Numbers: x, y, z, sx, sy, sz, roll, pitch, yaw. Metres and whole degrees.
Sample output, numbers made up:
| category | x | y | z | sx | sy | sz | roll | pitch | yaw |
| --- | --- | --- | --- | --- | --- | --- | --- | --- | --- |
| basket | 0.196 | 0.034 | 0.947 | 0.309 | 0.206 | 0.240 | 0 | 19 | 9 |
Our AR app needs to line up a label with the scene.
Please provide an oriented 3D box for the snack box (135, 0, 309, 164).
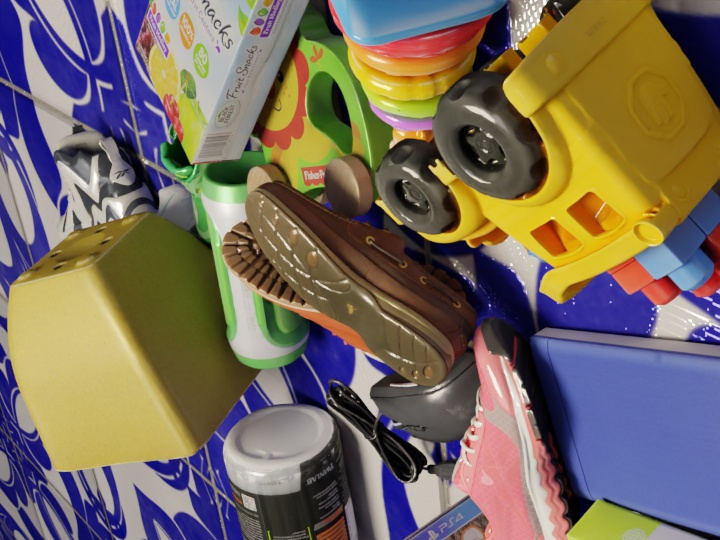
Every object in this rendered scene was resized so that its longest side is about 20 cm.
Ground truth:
| category | x | y | z | sx | sy | sz | roll | pitch | yaw |
| --- | --- | --- | --- | --- | --- | --- | --- | --- | --- |
| snack box | -0.115 | -0.204 | 0.899 | 0.143 | 0.053 | 0.200 | 61 | 142 | 25 |

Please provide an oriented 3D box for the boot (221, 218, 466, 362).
| category | x | y | z | sx | sy | sz | roll | pitch | yaw |
| --- | --- | --- | --- | --- | --- | --- | --- | --- | --- |
| boot | -0.021 | 0.025 | 0.912 | 0.199 | 0.075 | 0.107 | 21 | 153 | 2 |

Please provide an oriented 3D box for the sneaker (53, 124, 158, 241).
| category | x | y | z | sx | sy | sz | roll | pitch | yaw |
| --- | --- | --- | --- | --- | --- | --- | --- | --- | --- |
| sneaker | -0.326 | -0.107 | 1.339 | 0.199 | 0.079 | 0.130 | -6 | 106 | 58 |

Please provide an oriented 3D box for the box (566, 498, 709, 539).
| category | x | y | z | sx | sy | sz | roll | pitch | yaw |
| --- | --- | --- | --- | --- | --- | --- | --- | --- | --- |
| box | 0.241 | 0.235 | 0.743 | 0.200 | 0.048 | 0.122 | 12 | 135 | 53 |

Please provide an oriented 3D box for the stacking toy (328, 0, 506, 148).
| category | x | y | z | sx | sy | sz | roll | pitch | yaw |
| --- | --- | --- | --- | --- | --- | --- | --- | --- | --- |
| stacking toy | 0.037 | -0.135 | 0.753 | 0.200 | 0.109 | 0.116 | 84 | 168 | -52 |

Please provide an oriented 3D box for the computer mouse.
| category | x | y | z | sx | sy | sz | roll | pitch | yaw |
| --- | --- | --- | --- | --- | --- | --- | --- | --- | --- |
| computer mouse | 0.064 | 0.138 | 0.933 | 0.200 | 0.046 | 0.140 | -19 | 121 | 46 |

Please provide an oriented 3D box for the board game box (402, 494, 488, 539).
| category | x | y | z | sx | sy | sz | roll | pitch | yaw |
| --- | --- | --- | --- | --- | --- | --- | --- | --- | --- |
| board game box | 0.103 | 0.324 | 0.993 | 0.200 | 0.097 | 0.160 | 54 | 149 | 15 |

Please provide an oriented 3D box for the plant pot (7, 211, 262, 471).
| category | x | y | z | sx | sy | sz | roll | pitch | yaw |
| --- | --- | --- | --- | --- | --- | --- | --- | --- | --- |
| plant pot | -0.237 | 0.058 | 1.127 | 0.195 | 0.194 | 0.201 | -13 | 114 | 32 |

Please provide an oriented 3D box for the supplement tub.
| category | x | y | z | sx | sy | sz | roll | pitch | yaw |
| --- | --- | --- | --- | --- | --- | --- | --- | --- | --- |
| supplement tub | -0.069 | 0.252 | 1.178 | 0.122 | 0.122 | 0.201 | 25 | 132 | 47 |

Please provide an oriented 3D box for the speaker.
| category | x | y | z | sx | sy | sz | roll | pitch | yaw |
| --- | --- | --- | --- | --- | --- | --- | --- | --- | --- |
| speaker | -0.098 | -0.008 | 1.057 | 0.088 | 0.088 | 0.201 | 29 | 136 | 44 |

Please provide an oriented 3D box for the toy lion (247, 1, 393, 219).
| category | x | y | z | sx | sy | sz | roll | pitch | yaw |
| --- | --- | --- | --- | --- | --- | --- | --- | --- | --- |
| toy lion | -0.048 | -0.142 | 0.911 | 0.200 | 0.068 | 0.193 | 4 | 109 | 56 |

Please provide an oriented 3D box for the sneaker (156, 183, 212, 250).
| category | x | y | z | sx | sy | sz | roll | pitch | yaw |
| --- | --- | --- | --- | --- | --- | --- | --- | --- | --- |
| sneaker | -0.202 | -0.016 | 1.239 | 0.080 | 0.070 | 0.201 | 54 | 141 | 25 |

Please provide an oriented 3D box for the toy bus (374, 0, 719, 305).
| category | x | y | z | sx | sy | sz | roll | pitch | yaw |
| --- | --- | --- | --- | --- | --- | --- | --- | --- | --- |
| toy bus | 0.129 | -0.048 | 0.656 | 0.192 | 0.136 | 0.200 | 47 | 152 | -4 |

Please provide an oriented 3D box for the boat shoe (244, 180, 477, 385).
| category | x | y | z | sx | sy | sz | roll | pitch | yaw |
| --- | --- | --- | --- | --- | --- | --- | --- | --- | --- |
| boat shoe | 0.000 | 0.000 | 0.833 | 0.200 | 0.068 | 0.072 | 40 | 148 | 9 |

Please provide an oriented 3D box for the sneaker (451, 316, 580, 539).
| category | x | y | z | sx | sy | sz | roll | pitch | yaw |
| --- | --- | --- | --- | --- | --- | --- | --- | --- | --- |
| sneaker | 0.103 | 0.134 | 0.834 | 0.086 | 0.074 | 0.201 | -13 | 106 | 17 |

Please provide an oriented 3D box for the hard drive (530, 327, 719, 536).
| category | x | y | z | sx | sy | sz | roll | pitch | yaw |
| --- | --- | --- | --- | --- | --- | --- | --- | --- | --- |
| hard drive | 0.204 | 0.108 | 0.742 | 0.200 | 0.025 | 0.132 | 3 | 115 | 56 |

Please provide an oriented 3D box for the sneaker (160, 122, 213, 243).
| category | x | y | z | sx | sy | sz | roll | pitch | yaw |
| --- | --- | --- | --- | --- | --- | --- | --- | --- | --- |
| sneaker | -0.154 | -0.106 | 1.069 | 0.074 | 0.083 | 0.201 | 40 | 144 | 33 |
